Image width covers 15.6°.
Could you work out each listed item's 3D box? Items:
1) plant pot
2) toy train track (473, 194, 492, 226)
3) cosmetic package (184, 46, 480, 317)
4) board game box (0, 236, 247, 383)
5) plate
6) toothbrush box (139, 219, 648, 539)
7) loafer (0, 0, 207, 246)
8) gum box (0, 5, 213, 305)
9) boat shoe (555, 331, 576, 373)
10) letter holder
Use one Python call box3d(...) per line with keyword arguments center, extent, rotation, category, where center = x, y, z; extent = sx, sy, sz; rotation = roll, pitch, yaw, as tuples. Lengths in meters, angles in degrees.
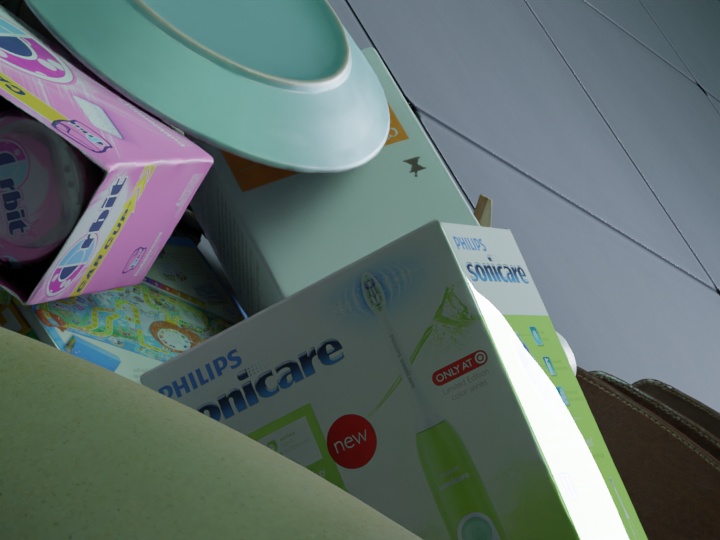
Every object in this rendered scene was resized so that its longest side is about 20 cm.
box3d(center=(-0.090, 0.105, 0.798), extent=(0.200, 0.188, 0.187), rotation=(40, 13, 19), category="plant pot")
box3d(center=(0.057, 0.013, 1.477), extent=(0.032, 0.115, 0.200), rotation=(18, 5, -11), category="toy train track")
box3d(center=(0.000, 0.000, 1.195), extent=(0.071, 0.101, 0.200), rotation=(91, -25, -51), category="cosmetic package")
box3d(center=(-0.092, 0.043, 1.133), extent=(0.135, 0.034, 0.200), rotation=(54, 17, 16), category="board game box")
box3d(center=(-0.067, -0.118, 1.159), extent=(0.200, 0.026, 0.200), rotation=(27, 30, -17), category="plate")
box3d(center=(0.024, 0.101, 1.041), extent=(0.086, 0.145, 0.201), rotation=(6, 60, -66), category="toothbrush box")
box3d(center=(-0.117, -0.063, 1.291), extent=(0.200, 0.063, 0.072), rotation=(49, -15, -12), category="loafer")
box3d(center=(-0.171, -0.072, 1.054), extent=(0.200, 0.066, 0.113), rotation=(35, 13, 13), category="gum box")
box3d(center=(0.026, 0.021, 1.301), extent=(0.070, 0.071, 0.200), rotation=(-9, 23, -40), category="boat shoe")
box3d(center=(0.158, 0.120, 1.269), extent=(0.200, 0.142, 0.101), rotation=(38, -17, 35), category="letter holder")
